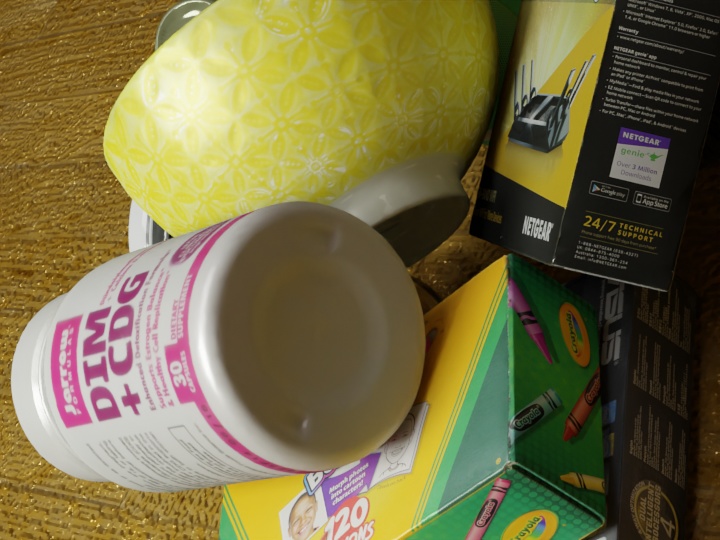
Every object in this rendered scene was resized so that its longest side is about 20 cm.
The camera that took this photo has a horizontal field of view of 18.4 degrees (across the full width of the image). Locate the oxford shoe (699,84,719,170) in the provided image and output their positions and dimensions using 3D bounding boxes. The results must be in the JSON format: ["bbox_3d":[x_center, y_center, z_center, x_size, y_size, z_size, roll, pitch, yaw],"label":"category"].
[{"bbox_3d":[0.183,-0.135,1.049,0.200,0.073,0.084,-62,3,2],"label":"oxford shoe"}]

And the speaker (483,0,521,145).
[{"bbox_3d":[0.017,-0.143,1.155,0.088,0.200,0.089,-38,35,33],"label":"speaker"}]

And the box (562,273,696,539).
[{"bbox_3d":[0.074,0.107,0.988,0.161,0.049,0.200,-29,38,40],"label":"box"}]

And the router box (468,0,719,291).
[{"bbox_3d":[0.103,-0.080,0.962,0.200,0.052,0.157,-151,74,-82],"label":"router box"}]

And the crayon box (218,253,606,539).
[{"bbox_3d":[0.018,0.096,0.973,0.200,0.058,0.119,-39,32,34],"label":"crayon box"}]

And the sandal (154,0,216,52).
[{"bbox_3d":[-0.087,-0.076,1.326,0.080,0.057,0.201,-24,70,11],"label":"sandal"}]

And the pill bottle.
[{"bbox_3d":[-0.071,0.040,0.994,0.200,0.113,0.113,-16,50,55],"label":"pill bottle"}]

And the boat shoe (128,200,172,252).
[{"bbox_3d":[-0.079,-0.076,1.387,0.066,0.070,0.200,3,62,48],"label":"boat shoe"}]

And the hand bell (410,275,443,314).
[{"bbox_3d":[0.000,0.000,1.194,0.104,0.104,0.200,-47,18,20],"label":"hand bell"}]

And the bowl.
[{"bbox_3d":[-0.008,-0.056,1.042,0.200,0.200,0.108,-41,70,29],"label":"bowl"}]
